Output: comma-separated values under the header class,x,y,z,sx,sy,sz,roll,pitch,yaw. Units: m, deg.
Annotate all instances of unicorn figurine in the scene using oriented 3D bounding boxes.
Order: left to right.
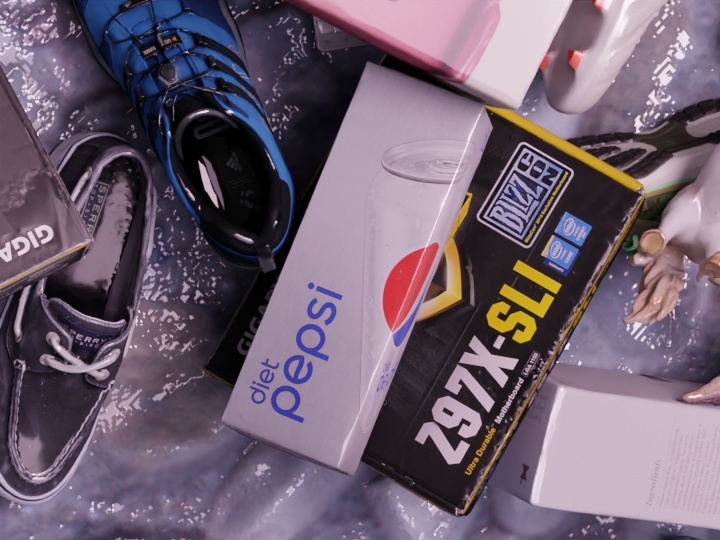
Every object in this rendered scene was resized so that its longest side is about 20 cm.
class,x,y,z,sx,sy,sz,roll,pitch,yaw
unicorn figurine,0.217,-0.056,1.484,0.200,0.137,0.074,-34,89,22

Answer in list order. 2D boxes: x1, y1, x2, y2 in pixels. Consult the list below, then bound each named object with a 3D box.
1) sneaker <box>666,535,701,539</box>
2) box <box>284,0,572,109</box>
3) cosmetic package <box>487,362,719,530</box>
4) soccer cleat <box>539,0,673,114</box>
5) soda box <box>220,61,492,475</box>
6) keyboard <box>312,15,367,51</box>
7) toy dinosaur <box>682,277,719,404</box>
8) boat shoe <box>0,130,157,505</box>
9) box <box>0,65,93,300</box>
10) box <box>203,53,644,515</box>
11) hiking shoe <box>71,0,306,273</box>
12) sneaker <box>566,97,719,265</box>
class,x,y,z,sx,sy,sz,roll,pitch,yaw
sneaker,0.223,0.260,1.597,0.078,0.140,0.200,-25,108,-18
box,0.013,-0.180,1.384,0.200,0.109,0.128,26,93,-8
cosmetic package,0.168,0.100,1.568,0.200,0.102,0.074,10,95,-26
soccer cleat,0.161,-0.172,1.525,0.077,0.069,0.200,26,81,-26
soda box,0.000,0.000,1.412,0.068,0.063,0.200,22,85,9
keyboard,0.064,-0.162,1.524,0.200,0.011,0.056,-11,104,-22
toy dinosaur,0.268,0.042,1.565,0.200,0.086,0.136,-43,117,-38
boat shoe,-0.149,0.028,1.435,0.072,0.068,0.200,17,93,-25
box,-0.256,-0.036,1.360,0.200,0.049,0.160,-27,85,-16
box,0.035,0.007,1.472,0.159,0.049,0.200,30,87,7
hiking shoe,-0.084,-0.094,1.409,0.074,0.087,0.200,-32,92,-2
sneaker,0.163,-0.031,1.562,0.200,0.077,0.089,-15,117,-17
